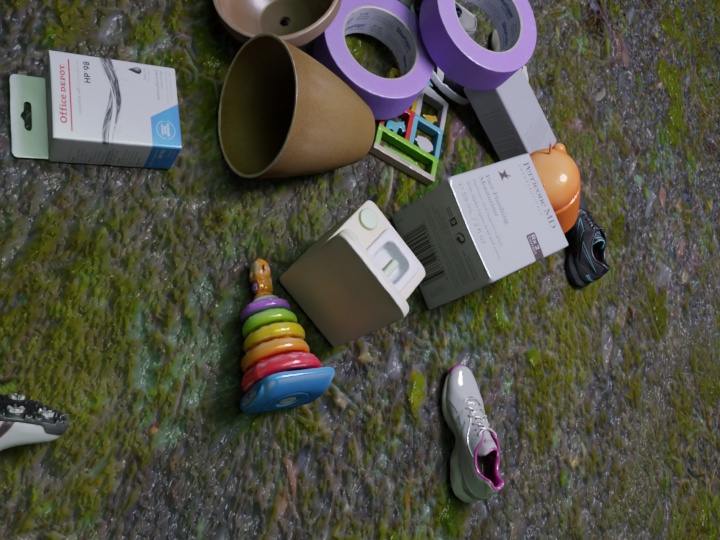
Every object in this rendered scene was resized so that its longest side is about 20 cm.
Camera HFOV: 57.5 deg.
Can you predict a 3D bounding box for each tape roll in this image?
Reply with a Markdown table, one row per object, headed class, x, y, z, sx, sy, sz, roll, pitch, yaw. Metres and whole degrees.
| class | x | y | z | sx | sy | sz | roll | pitch | yaw |
| --- | --- | --- | --- | --- | --- | --- | --- | --- | --- |
| tape roll | 0.197 | -0.410 | 1.096 | 0.194 | 0.065 | 0.207 | 6 | 74 | -23 |
| tape roll | 0.022 | -0.357 | 1.086 | 0.194 | 0.066 | 0.207 | 8 | 69 | -21 |

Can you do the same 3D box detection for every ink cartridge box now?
| class | x | y | z | sx | sy | sz | roll | pitch | yaw |
| --- | --- | --- | --- | --- | --- | --- | --- | --- | --- |
| ink cartridge box | -0.335 | -0.202 | 0.835 | 0.195 | 0.066 | 0.120 | -1 | 76 | -32 |

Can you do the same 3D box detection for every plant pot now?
| class | x | y | z | sx | sy | sz | roll | pitch | yaw |
| --- | --- | --- | --- | --- | --- | --- | --- | --- | --- |
| plant pot | -0.120 | -0.406 | 0.998 | 0.194 | 0.093 | 0.208 | -1 | 71 | 3 |
| plant pot | -0.075 | -0.219 | 0.951 | 0.196 | 0.184 | 0.193 | 2 | 72 | -44 |

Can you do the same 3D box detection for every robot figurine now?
| class | x | y | z | sx | sy | sz | roll | pitch | yaw |
| --- | --- | --- | --- | --- | --- | --- | --- | --- | --- |
| robot figurine | 0.328 | -0.136 | 1.155 | 0.142 | 0.201 | 0.118 | -32 | 62 | 2 |

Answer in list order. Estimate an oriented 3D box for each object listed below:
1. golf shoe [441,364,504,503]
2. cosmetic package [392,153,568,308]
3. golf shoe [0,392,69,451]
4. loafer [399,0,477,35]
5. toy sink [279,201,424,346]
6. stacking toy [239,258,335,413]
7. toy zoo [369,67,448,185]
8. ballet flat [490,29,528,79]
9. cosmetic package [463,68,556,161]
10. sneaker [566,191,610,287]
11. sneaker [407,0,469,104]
| class | x | y | z | sx | sy | sz | roll | pitch | yaw |
| --- | --- | --- | --- | --- | --- | --- | --- | --- | --- |
| golf shoe | 0.176 | 0.242 | 0.994 | 0.073 | 0.091 | 0.207 | 3 | 71 | -28 |
| cosmetic package | 0.191 | -0.063 | 1.057 | 0.196 | 0.164 | 0.169 | -21 | 85 | -35 |
| golf shoe | -0.408 | 0.173 | 0.676 | 0.194 | 0.077 | 0.091 | 7 | 90 | -27 |
| loafer | 0.145 | -0.491 | 1.228 | 0.195 | 0.069 | 0.072 | 8 | 70 | -30 |
| toy sink | 0.000 | 0.000 | 0.888 | 0.131 | 0.199 | 0.112 | 49 | 57 | -6 |
| stacking toy | -0.119 | 0.076 | 0.869 | 0.107 | 0.116 | 0.205 | -1 | 63 | -34 |
| toy zoo | 0.090 | -0.265 | 1.149 | 0.128 | 0.020 | 0.206 | 24 | 63 | -23 |
| ballet flat | 0.302 | -0.402 | 1.299 | 0.068 | 0.069 | 0.207 | 8 | 70 | -29 |
| cosmetic package | 0.279 | -0.285 | 1.213 | 0.102 | 0.073 | 0.202 | -50 | 116 | -33 |
| sneaker | 0.438 | -0.074 | 1.269 | 0.073 | 0.079 | 0.207 | 6 | 70 | -29 |
| sneaker | 0.159 | -0.403 | 1.174 | 0.200 | 0.111 | 0.074 | 45 | 39 | -11 |
